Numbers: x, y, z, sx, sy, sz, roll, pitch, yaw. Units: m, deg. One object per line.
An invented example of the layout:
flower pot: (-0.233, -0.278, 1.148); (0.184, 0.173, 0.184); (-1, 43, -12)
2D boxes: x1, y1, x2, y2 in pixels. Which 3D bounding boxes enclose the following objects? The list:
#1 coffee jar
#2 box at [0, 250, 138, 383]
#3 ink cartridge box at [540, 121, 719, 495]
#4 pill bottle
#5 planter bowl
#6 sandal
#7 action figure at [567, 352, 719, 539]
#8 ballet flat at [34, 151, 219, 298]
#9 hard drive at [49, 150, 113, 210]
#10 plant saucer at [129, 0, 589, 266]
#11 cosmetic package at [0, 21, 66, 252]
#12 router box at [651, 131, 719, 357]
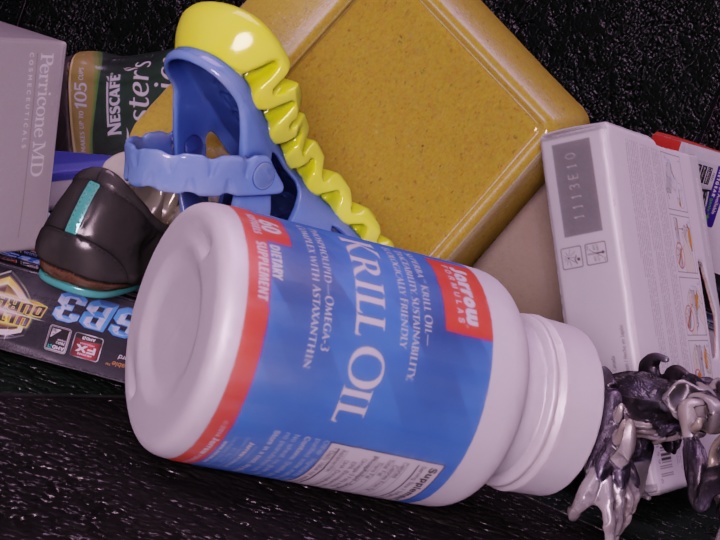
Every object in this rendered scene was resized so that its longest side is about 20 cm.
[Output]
coffee jar: (-0.106, -0.091, 1.072); (0.199, 0.105, 0.085); (-9, -9, 11)
box: (-0.128, 0.020, 0.940); (0.199, 0.050, 0.199); (16, 7, -14)
ink cartridge box: (0.164, 0.024, 1.004); (0.043, 0.201, 0.173); (-10, -7, 25)
pill bottle: (0.005, 0.044, 0.783); (0.199, 0.113, 0.112); (13, 7, -27)
planter bowl: (0.079, 0.001, 1.123); (0.134, 0.202, 0.200); (-10, 2, 11)
sandal: (-0.050, -0.026, 0.827); (0.079, 0.087, 0.200); (12, -36, 48)
action figure: (0.152, 0.093, 0.818); (0.118, 0.103, 0.200); (8, 0, -19)
ballet flat: (-0.101, -0.026, 0.880); (0.068, 0.069, 0.200); (18, 6, 8)
hard drive: (-0.236, -0.046, 0.953); (0.131, 0.026, 0.199); (8, 12, 40)
plant saucer: (0.011, -0.076, 0.959); (0.200, 0.200, 0.048); (44, -7, -17)
cosmetic package: (-0.235, -0.061, 0.775); (0.199, 0.108, 0.090); (-7, 19, -44)
router box: (0.250, 0.025, 1.188); (0.049, 0.201, 0.179); (11, 8, -46)
